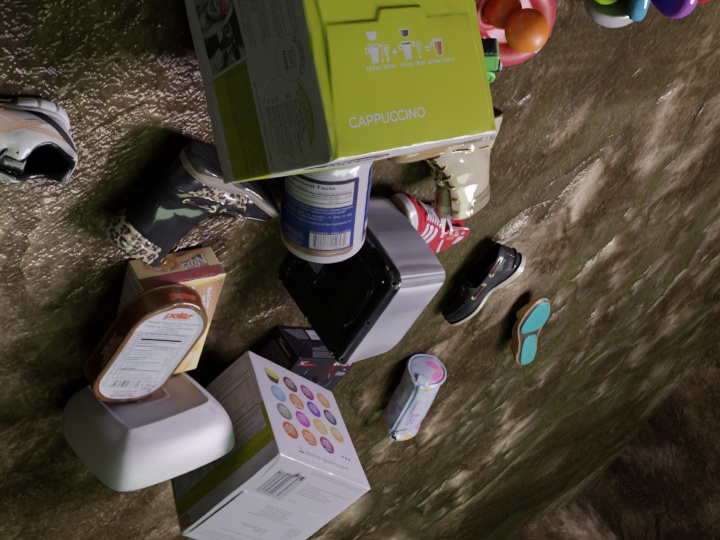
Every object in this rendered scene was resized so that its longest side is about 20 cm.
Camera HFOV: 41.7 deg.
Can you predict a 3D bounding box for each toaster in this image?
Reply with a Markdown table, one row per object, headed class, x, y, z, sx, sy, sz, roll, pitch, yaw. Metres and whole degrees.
| class | x | y | z | sx | sy | sz | roll | pitch | yaw |
| --- | --- | --- | --- | --- | --- | --- | --- | --- | --- |
| toaster | 0.000 | 0.000 | 1.323 | 0.119 | 0.181 | 0.200 | -7 | 140 | -46 |

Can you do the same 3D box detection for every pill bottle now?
| class | x | y | z | sx | sy | sz | roll | pitch | yaw |
| --- | --- | --- | --- | --- | --- | --- | --- | --- | --- |
| pill bottle | -0.041 | -0.116 | 1.154 | 0.111 | 0.111 | 0.200 | -21 | 138 | -27 |

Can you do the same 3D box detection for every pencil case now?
| class | x | y | z | sx | sy | sz | roll | pitch | yaw |
| --- | --- | --- | --- | --- | --- | --- | --- | --- | --- |
| pencil case | 0.102 | 0.255 | 1.886 | 0.091 | 0.083 | 0.200 | -40 | 159 | -46 |

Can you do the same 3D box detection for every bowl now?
| class | x | y | z | sx | sy | sz | roll | pitch | yaw |
| --- | --- | --- | --- | --- | --- | --- | --- | --- | --- |
| bowl | -0.288 | 0.197 | 1.289 | 0.200 | 0.200 | 0.075 | -15 | 123 | -37 |

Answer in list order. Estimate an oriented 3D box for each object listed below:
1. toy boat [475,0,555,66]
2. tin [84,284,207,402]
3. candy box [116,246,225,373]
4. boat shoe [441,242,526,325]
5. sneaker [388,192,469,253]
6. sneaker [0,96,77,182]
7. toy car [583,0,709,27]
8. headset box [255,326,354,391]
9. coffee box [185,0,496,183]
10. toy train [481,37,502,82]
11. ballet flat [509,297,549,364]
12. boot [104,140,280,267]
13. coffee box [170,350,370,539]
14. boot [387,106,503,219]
| class | x | y | z | sx | sy | sz | roll | pitch | yaw |
| --- | --- | --- | --- | --- | --- | --- | --- | --- | --- |
| toy boat | 0.173 | -0.305 | 1.120 | 0.131 | 0.131 | 0.200 | -45 | 150 | 14 |
| tin | -0.271 | 0.097 | 1.201 | 0.112 | 0.042 | 0.200 | 5 | 133 | -47 |
| candy box | -0.260 | 0.063 | 1.252 | 0.115 | 0.055 | 0.200 | -13 | 143 | -34 |
| boat shoe | 0.209 | 0.024 | 1.703 | 0.063 | 0.074 | 0.201 | 28 | 128 | -20 |
| sneaker | 0.104 | -0.079 | 1.428 | 0.112 | 0.071 | 0.200 | -29 | 158 | -7 |
| sneaker | -0.351 | -0.123 | 0.869 | 0.200 | 0.080 | 0.074 | -4 | 138 | -42 |
| toy car | 0.391 | -0.390 | 1.215 | 0.200 | 0.150 | 0.175 | -28 | 150 | -16 |
| headset box | -0.125 | 0.188 | 1.555 | 0.149 | 0.077 | 0.200 | 10 | 125 | -52 |
| coffee box | -0.020 | -0.201 | 0.897 | 0.199 | 0.201 | 0.198 | -15 | -173 | -36 |
| toy train | 0.066 | -0.243 | 1.100 | 0.199 | 0.042 | 0.056 | -2 | 154 | 2 |
| ballet flat | 0.344 | 0.116 | 1.977 | 0.068 | 0.063 | 0.200 | -14 | 137 | -21 |
| boot | -0.195 | -0.069 | 1.121 | 0.150 | 0.073 | 0.200 | -37 | 161 | 12 |
| coffee box | -0.146 | 0.278 | 1.407 | 0.200 | 0.198 | 0.200 | -41 | 134 | 16 |
| boot | 0.112 | -0.138 | 1.319 | 0.200 | 0.073 | 0.156 | -23 | 131 | -34 |
